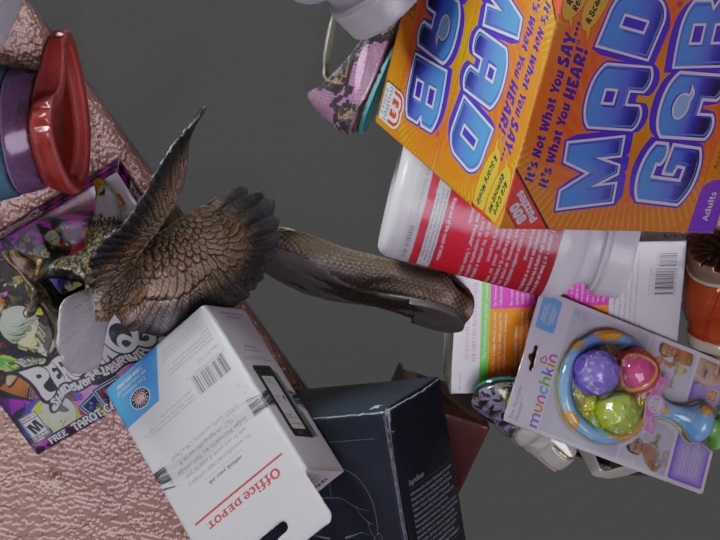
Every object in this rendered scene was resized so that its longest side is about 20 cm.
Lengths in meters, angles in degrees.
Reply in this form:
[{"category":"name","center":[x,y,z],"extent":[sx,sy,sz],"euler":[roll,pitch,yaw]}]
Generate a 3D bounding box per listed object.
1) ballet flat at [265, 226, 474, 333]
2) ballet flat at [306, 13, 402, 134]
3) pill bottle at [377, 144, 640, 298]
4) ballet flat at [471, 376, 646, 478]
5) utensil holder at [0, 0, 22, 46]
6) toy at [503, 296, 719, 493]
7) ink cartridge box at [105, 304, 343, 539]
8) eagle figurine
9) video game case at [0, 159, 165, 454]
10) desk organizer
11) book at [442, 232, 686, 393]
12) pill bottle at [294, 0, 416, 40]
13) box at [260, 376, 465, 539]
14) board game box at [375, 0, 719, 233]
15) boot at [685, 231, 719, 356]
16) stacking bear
[{"category":"ballet flat","center":[0.000,0.000,1.607],"extent":[0.198,0.047,0.067],"euler":[17,157,8]},{"category":"ballet flat","center":[0.016,-0.203,1.528],"extent":[0.071,0.069,0.201],"euler":[31,109,3]},{"category":"pill bottle","center":[0.121,-0.043,1.562],"extent":[0.198,0.112,0.113],"euler":[15,112,-1]},{"category":"ballet flat","center":[0.185,0.140,1.658],"extent":[0.199,0.072,0.072],"euler":[14,113,-30]},{"category":"utensil holder","center":[-0.363,-0.229,1.395],"extent":[0.170,0.170,0.200],"euler":[-39,131,11]},{"category":"toy","center":[0.228,0.102,1.623],"extent":[0.199,0.047,0.116],"euler":[22,77,-22]},{"category":"ink cartridge box","center":[-0.096,0.141,1.512],"extent":[0.116,0.068,0.201],"euler":[-40,69,18]},{"category":"eagle figurine","center":[-0.172,-0.021,1.515],"extent":[0.199,0.152,0.152],"euler":[-23,92,8]},{"category":"video game case","center":[-0.236,0.033,1.616],"extent":[0.199,0.036,0.182],"euler":[-29,112,7]},{"category":"desk organizer","center":[0.035,0.192,1.695],"extent":[0.076,0.072,0.201],"euler":[18,111,-16]},{"category":"book","center":[0.173,0.034,1.655],"extent":[0.198,0.048,0.135],"euler":[0,111,-7]},{"category":"pill bottle","center":[-0.040,-0.265,1.401],"extent":[0.111,0.111,0.200],"euler":[-40,113,12]},{"category":"box","center":[-0.028,0.203,1.601],"extent":[0.199,0.124,0.198],"euler":[-6,99,25]},{"category":"board game box","center":[0.160,-0.161,1.451],"extent":[0.199,0.200,0.201],"euler":[0,116,-30]},{"category":"boot","center":[0.373,0.025,1.662],"extent":[0.198,0.075,0.108],"euler":[0,122,-2]},{"category":"stacking bear","center":[-0.319,-0.108,1.510],"extent":[0.198,0.122,0.114],"euler":[-3,138,6]}]
